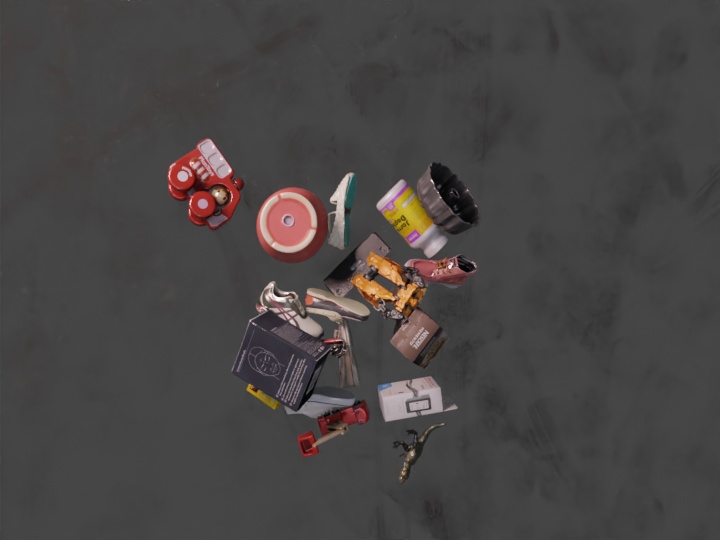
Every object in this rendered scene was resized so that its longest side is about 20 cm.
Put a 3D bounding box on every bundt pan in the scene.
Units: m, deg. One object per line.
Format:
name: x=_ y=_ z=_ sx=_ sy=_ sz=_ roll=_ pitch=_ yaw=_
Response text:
bundt pan: x=0.221 y=-0.178 z=1.359 sx=0.075 sy=0.202 sz=0.203 roll=-38 pitch=97 yaw=33

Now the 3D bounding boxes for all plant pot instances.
plant pot: x=-0.176 y=-0.118 z=1.326 sx=0.194 sy=0.177 sz=0.207 roll=0 pitch=92 yaw=-4

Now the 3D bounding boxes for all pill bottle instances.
pill bottle: x=0.141 y=-0.132 z=1.386 sx=0.104 sy=0.104 sz=0.200 roll=-43 pitch=95 yaw=-1

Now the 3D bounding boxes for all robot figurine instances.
robot figurine: x=0.074 y=0.040 z=1.320 sx=0.198 sy=0.058 sz=0.146 roll=34 pitch=85 yaw=35

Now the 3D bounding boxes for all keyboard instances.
keyboard: x=0.000 y=0.000 z=1.424 sx=0.200 sy=0.040 sz=0.104 roll=-43 pitch=72 yaw=0

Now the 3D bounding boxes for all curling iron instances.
curling iron: x=-0.125 y=0.203 z=1.383 sx=0.194 sy=0.026 sz=0.051 roll=-1 pitch=61 yaw=21

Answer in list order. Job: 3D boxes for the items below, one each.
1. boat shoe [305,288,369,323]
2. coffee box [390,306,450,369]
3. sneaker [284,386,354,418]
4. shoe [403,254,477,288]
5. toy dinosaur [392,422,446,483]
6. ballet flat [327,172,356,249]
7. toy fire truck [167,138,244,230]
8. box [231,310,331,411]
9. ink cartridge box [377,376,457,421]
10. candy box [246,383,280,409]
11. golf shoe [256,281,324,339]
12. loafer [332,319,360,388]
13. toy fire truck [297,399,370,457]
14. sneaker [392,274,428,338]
boat shoe: x=-0.063 y=0.103 z=1.367 sx=0.196 sy=0.071 sz=0.064 roll=17 pitch=103 yaw=28
coffee box: x=0.157 y=0.179 z=1.348 sx=0.079 sy=0.200 sz=0.114 roll=40 pitch=89 yaw=23
sneaker: x=-0.112 y=0.358 z=1.412 sx=0.194 sy=0.073 sz=0.073 roll=2 pitch=102 yaw=5
shoe: x=0.212 y=-0.007 z=1.368 sx=0.196 sy=0.091 sz=0.073 roll=11 pitch=55 yaw=-31
toy dinosaur: x=0.146 y=0.482 z=1.445 sx=0.087 sy=0.047 sz=0.202 roll=36 pitch=89 yaw=-20
ballet flat: x=-0.055 y=-0.160 z=1.390 sx=0.070 sy=0.072 sz=0.206 roll=7 pitch=92 yaw=-5
toy fire truck: x=-0.391 y=-0.218 z=1.347 sx=0.167 sy=0.112 sz=0.202 roll=-40 pitch=96 yaw=-20
box: x=-0.196 y=0.222 z=1.301 sx=0.197 sy=0.107 sz=0.151 roll=28 pitch=107 yaw=11
ink cartridge box: x=0.150 y=0.338 z=1.402 sx=0.194 sy=0.116 sz=0.070 roll=-8 pitch=95 yaw=-5
candy box: x=-0.220 y=0.252 z=1.392 sx=0.100 sy=0.026 sz=0.204 roll=26 pitch=94 yaw=18
golf shoe: x=-0.177 y=0.111 z=1.368 sx=0.197 sy=0.077 sz=0.090 roll=29 pitch=109 yaw=2
loafer: x=-0.047 y=0.220 z=1.407 sx=0.061 sy=0.072 sz=0.206 roll=-11 pitch=96 yaw=2
toy fire truck: x=-0.065 y=0.410 z=1.376 sx=0.195 sy=0.141 sz=0.050 roll=-20 pitch=94 yaw=-3
sneaker: x=0.121 y=0.091 z=1.413 sx=0.075 sy=0.078 sz=0.205 roll=21 pitch=81 yaw=-4
